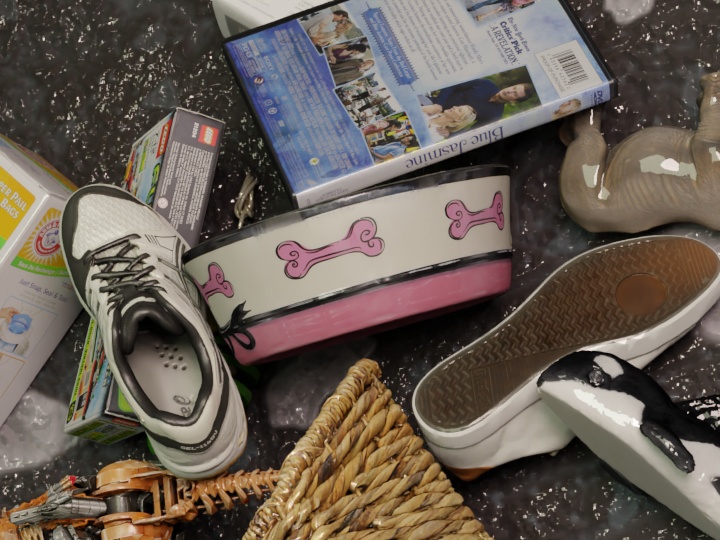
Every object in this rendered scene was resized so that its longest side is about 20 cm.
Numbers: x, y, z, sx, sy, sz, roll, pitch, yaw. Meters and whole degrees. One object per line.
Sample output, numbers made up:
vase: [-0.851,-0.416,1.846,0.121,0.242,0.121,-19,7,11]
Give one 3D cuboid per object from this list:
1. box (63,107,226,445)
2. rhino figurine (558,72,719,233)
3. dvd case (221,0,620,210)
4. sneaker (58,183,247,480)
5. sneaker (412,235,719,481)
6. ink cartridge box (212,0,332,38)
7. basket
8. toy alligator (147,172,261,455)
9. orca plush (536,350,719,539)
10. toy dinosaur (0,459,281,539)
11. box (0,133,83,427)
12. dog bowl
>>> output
box: [-0.138,0.005,1.427,0.110,0.035,0.201,153,131,-66]
rhino figurine: [0.202,-0.065,1.287,0.199,0.060,0.088,-1,81,27]
dvd case: [0.032,-0.118,1.306,0.199,0.018,0.143,-20,49,-6]
sneaker: [-0.122,0.022,1.313,0.075,0.088,0.200,-28,67,-5]
sneaker: [0.123,0.052,1.299,0.199,0.085,0.073,-29,52,-5]
ink cartridge box: [0.031,-0.190,1.414,0.162,0.057,0.200,31,61,33]
basket: [-0.040,0.174,1.260,0.149,0.142,0.200,55,139,29]
toy alligator: [-0.080,0.032,1.423,0.054,0.059,0.201,21,66,-2]
orca plush: [0.195,0.097,1.216,0.200,0.105,0.071,33,74,22]
toy dinosaur: [-0.135,0.157,1.364,0.199,0.136,0.103,6,77,30]
box: [-0.266,0.014,1.500,0.112,0.101,0.200,39,96,32]
dog bowl: [0.000,0.000,1.310,0.199,0.200,0.074,-17,85,24]
